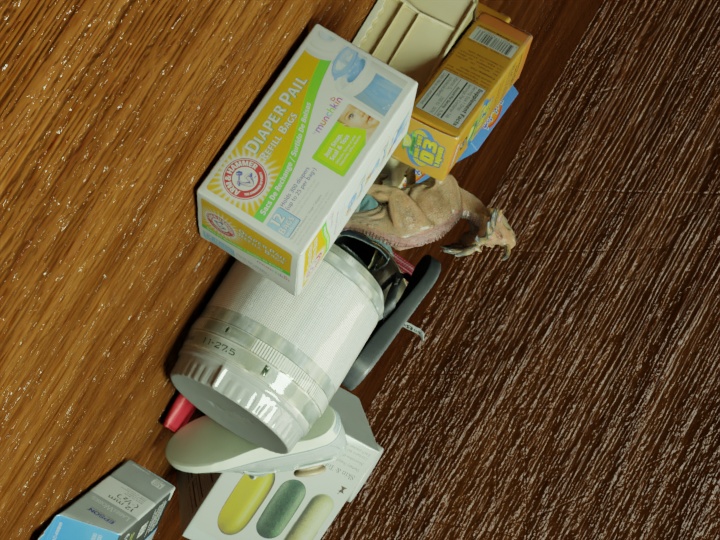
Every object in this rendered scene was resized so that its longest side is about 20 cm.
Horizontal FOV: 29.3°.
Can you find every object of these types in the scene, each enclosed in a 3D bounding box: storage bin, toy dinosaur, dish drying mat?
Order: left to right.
[{"bbox_3d":[-0.158,0.088,1.518,0.201,0.018,0.077,-59,172,-11],"label":"dish drying mat"},{"bbox_3d":[0.047,-0.212,1.503,0.200,0.093,0.200,-60,171,-12],"label":"storage bin"},{"bbox_3d":[0.068,-0.055,1.443,0.198,0.137,0.086,-19,166,-14],"label":"toy dinosaur"}]

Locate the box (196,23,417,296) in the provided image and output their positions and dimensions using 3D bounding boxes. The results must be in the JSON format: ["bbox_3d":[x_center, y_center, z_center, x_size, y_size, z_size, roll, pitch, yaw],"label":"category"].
[{"bbox_3d":[-0.048,-0.098,1.231,0.201,0.112,0.102,-57,173,-20],"label":"box"}]

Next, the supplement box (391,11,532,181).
[{"bbox_3d":[0.105,-0.180,1.415,0.200,0.068,0.067,-52,165,-39],"label":"supplement box"}]

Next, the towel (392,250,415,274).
[{"bbox_3d":[0.002,-0.009,1.728,0.023,0.144,0.200,-56,173,17],"label":"towel"}]

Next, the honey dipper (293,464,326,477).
[{"bbox_3d":[-0.072,0.124,1.512,0.038,0.038,0.202,-26,107,-75],"label":"honey dipper"}]

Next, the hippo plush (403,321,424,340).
[{"bbox_3d":[-0.027,0.081,1.760,0.161,0.200,0.159,-54,152,14],"label":"hippo plush"}]

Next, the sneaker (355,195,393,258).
[{"bbox_3d":[0.027,-0.089,1.669,0.074,0.081,0.202,81,18,-62],"label":"sneaker"}]

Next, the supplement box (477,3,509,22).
[{"bbox_3d":[0.123,-0.280,1.778,0.200,0.066,0.069,-51,168,-47],"label":"supplement box"}]

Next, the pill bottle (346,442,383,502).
[{"bbox_3d":[-0.073,0.211,1.791,0.113,0.199,0.112,-55,172,-12],"label":"pill bottle"}]

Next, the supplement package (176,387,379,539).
[{"bbox_3d":[-0.102,0.229,1.632,0.201,0.151,0.151,-56,-161,12],"label":"supplement package"}]

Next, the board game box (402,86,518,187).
[{"bbox_3d":[0.097,-0.169,1.793,0.199,0.045,0.152,-27,-162,42],"label":"board game box"}]

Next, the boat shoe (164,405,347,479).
[{"bbox_3d":[-0.109,0.193,1.474,0.070,0.199,0.072,-86,159,-44],"label":"boat shoe"}]

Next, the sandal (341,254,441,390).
[{"bbox_3d":[0.029,0.044,1.492,0.200,0.043,0.076,-52,-178,-41],"label":"sandal"}]

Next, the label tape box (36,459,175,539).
[{"bbox_3d":[-0.269,0.288,1.348,0.144,0.066,0.200,-64,173,17],"label":"label tape box"}]

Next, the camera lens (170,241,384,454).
[{"bbox_3d":[-0.081,0.064,1.405,0.201,0.159,0.160,-58,171,-19],"label":"camera lens"}]

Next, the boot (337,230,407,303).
[{"bbox_3d":[0.000,0.000,1.545,0.075,0.200,0.097,-43,-147,4],"label":"boot"}]
